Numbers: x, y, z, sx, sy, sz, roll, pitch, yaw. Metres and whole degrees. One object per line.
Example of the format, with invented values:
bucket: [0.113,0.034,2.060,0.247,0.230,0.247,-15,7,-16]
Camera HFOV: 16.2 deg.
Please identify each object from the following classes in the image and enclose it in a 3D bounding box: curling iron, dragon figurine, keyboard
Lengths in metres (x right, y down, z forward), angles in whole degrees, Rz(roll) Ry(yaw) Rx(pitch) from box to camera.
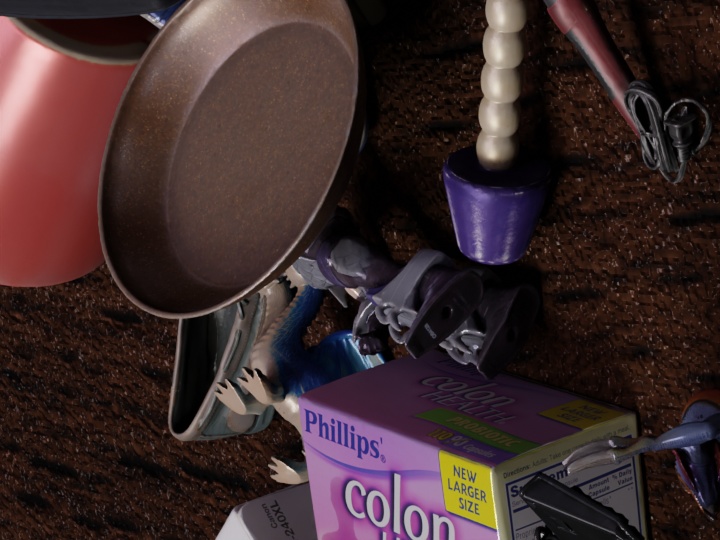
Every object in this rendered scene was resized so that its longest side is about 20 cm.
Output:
curling iron: [0.102,-0.130,1.171,0.201,0.025,0.050,58,153,-3]
dragon figurine: [-0.016,0.072,1.459,0.200,0.099,0.059,52,146,-3]
keyboard: [0.139,0.159,1.199,0.127,0.021,0.200,18,155,53]

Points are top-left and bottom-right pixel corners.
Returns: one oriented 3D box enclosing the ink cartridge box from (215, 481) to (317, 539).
ink cartridge box: [-0.041,0.239,1.557,0.146,0.083,0.200,58,145,22]

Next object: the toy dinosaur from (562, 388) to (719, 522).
toy dinosaur: [0.202,0.094,1.146,0.182,0.199,0.106,-101,-13,-66]

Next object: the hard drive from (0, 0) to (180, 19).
hard drive: [-0.194,-0.190,1.357,0.199,0.043,0.135,6,143,23]

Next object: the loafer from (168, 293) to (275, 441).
loafer: [-0.083,0.019,1.533,0.072,0.063,0.201,35,133,44]

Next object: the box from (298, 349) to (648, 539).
box: [0.064,0.163,1.345,0.175,0.096,0.202,16,118,54]

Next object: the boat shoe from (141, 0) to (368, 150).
boat shoe: [-0.067,-0.136,1.425,0.072,0.072,0.200,-45,84,10]

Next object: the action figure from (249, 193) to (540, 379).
action figure: [0.000,0.000,1.361,0.130,0.070,0.199,38,171,-40]

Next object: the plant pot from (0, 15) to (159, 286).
plant pot: [-0.202,-0.121,1.547,0.201,0.199,0.178,57,137,23]

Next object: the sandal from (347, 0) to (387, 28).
sandal: [-0.016,-0.226,1.320,0.080,0.057,0.202,-88,-21,-64]

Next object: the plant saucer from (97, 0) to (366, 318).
plant saucer: [-0.061,-0.066,1.329,0.200,0.037,0.202,-23,56,40]

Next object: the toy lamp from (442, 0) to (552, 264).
toy lamp: [0.072,-0.099,1.246,0.058,0.058,0.201,35,132,44]
